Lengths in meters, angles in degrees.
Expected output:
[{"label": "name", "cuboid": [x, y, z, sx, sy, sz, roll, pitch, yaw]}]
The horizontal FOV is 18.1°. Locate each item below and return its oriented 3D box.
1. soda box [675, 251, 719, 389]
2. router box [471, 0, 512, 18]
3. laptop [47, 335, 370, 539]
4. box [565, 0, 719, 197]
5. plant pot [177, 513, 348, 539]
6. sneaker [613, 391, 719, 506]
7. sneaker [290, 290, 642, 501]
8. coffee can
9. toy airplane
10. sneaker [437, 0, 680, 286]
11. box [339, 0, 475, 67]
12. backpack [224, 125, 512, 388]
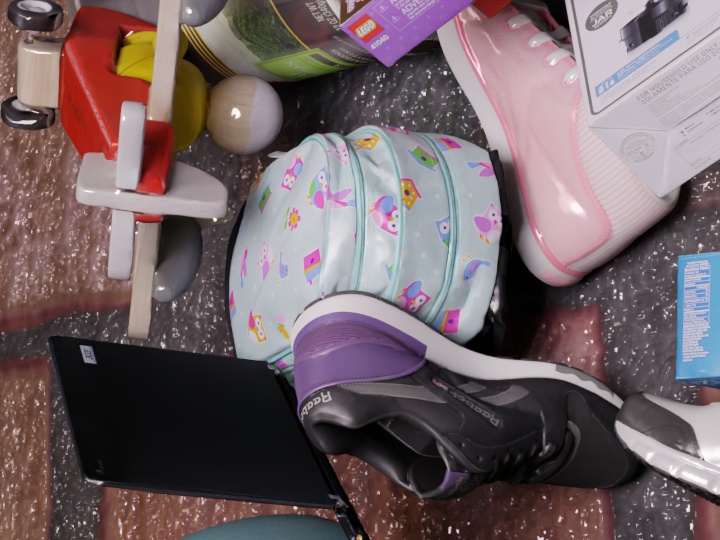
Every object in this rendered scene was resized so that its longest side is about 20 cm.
[{"label": "soda box", "cuboid": [0.248, 0.020, 1.055, 0.200, 0.068, 0.064, -6, 77, 42]}, {"label": "router box", "cuboid": [0.108, -0.254, 1.193, 0.179, 0.049, 0.200, -38, 32, 27]}, {"label": "laptop", "cuboid": [-0.057, 0.123, 1.118, 0.103, 0.200, 0.177, -26, 24, -2]}, {"label": "box", "cuboid": [0.161, -0.143, 1.113, 0.117, 0.060, 0.200, -34, 33, 26]}, {"label": "plant pot", "cuboid": [-0.084, 0.232, 1.268, 0.200, 0.135, 0.201, -11, 73, 40]}, {"label": "sneaker", "cuboid": [0.214, 0.087, 1.080, 0.200, 0.074, 0.080, 18, 85, 36]}, {"label": "sneaker", "cuboid": [0.054, 0.088, 1.129, 0.076, 0.200, 0.088, -55, 25, 38]}, {"label": "coffee can", "cuboid": [-0.054, -0.180, 1.319, 0.200, 0.146, 0.147, -9, 75, 41]}, {"label": "toy airplane", "cuboid": [-0.104, -0.079, 1.215, 0.200, 0.141, 0.200, 142, 121, -63]}, {"label": "sneaker", "cuboid": [0.112, -0.102, 1.200, 0.105, 0.075, 0.201, -31, 69, 38]}, {"label": "box", "cuboid": [0.051, -0.212, 1.139, 0.137, 0.039, 0.200, -35, 34, 30]}, {"label": "backpack", "cuboid": [0.000, 0.000, 1.215, 0.200, 0.126, 0.167, 151, 114, -63]}]
